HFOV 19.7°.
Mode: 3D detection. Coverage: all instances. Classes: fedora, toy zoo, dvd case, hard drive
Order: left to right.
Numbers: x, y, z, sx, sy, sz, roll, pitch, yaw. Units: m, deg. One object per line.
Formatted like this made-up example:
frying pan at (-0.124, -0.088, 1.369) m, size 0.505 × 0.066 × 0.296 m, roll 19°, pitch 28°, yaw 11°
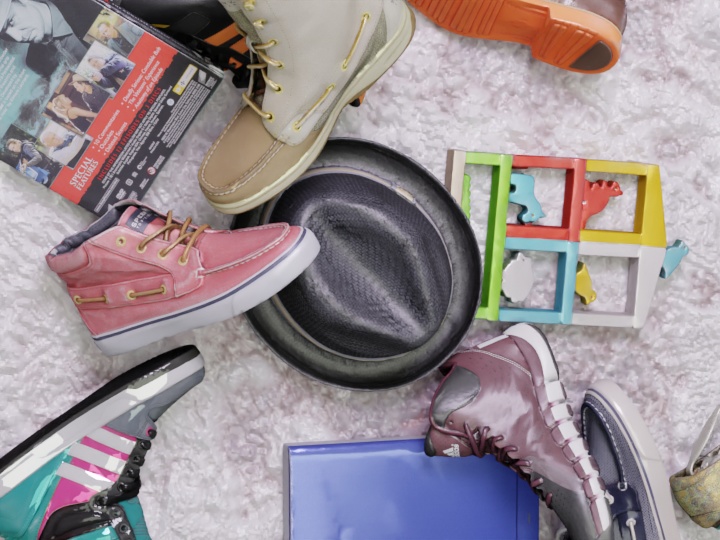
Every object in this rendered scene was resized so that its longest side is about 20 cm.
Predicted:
dvd case at (-0.218, -0.135, 1.479) m, size 0.200 × 0.022 × 0.146 m, roll 29°, pitch 110°, yaw -16°
fedora at (0.000, 0.000, 1.528) m, size 0.200 × 0.092 × 0.201 m, roll -1°, pitch 96°, yaw -6°
hard drive at (0.040, 0.194, 1.607) m, size 0.200 × 0.025 × 0.132 m, roll -2°, pitch 97°, yaw -14°
toy zoo at (0.160, -0.023, 1.615) m, size 0.200 × 0.020 × 0.131 m, roll 3°, pitch 96°, yaw -15°

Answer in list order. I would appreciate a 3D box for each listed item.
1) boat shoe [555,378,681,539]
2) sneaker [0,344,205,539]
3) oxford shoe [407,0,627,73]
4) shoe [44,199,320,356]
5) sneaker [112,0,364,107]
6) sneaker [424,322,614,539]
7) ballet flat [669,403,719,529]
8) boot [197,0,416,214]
boat shoe at (0.190, 0.191, 1.619) m, size 0.093 × 0.075 × 0.200 m, roll -23°, pitch 102°, yaw -17°
sneaker at (-0.175, 0.152, 1.516) m, size 0.200 × 0.084 × 0.121 m, roll -35°, pitch 99°, yaw 0°
oxford shoe at (0.107, -0.217, 1.567) m, size 0.200 × 0.071 × 0.073 m, roll 24°, pitch 58°, yaw -9°
shoe at (-0.131, -0.010, 1.472) m, size 0.200 × 0.071 × 0.091 m, roll -21°, pitch 112°, yaw 30°
sneaker at (-0.082, -0.162, 1.511) m, size 0.200 × 0.070 × 0.090 m, roll 2°, pitch 93°, yaw -17°
sneaker at (0.111, 0.144, 1.569) m, size 0.115 × 0.076 × 0.200 m, roll -16°, pitch 64°, yaw -8°
ballet flat at (0.321, 0.116, 1.653) m, size 0.071 × 0.071 × 0.200 m, roll 43°, pitch 85°, yaw -15°
boot at (-0.066, -0.147, 1.422) m, size 0.200 × 0.072 × 0.155 m, roll -48°, pitch 141°, yaw -1°
